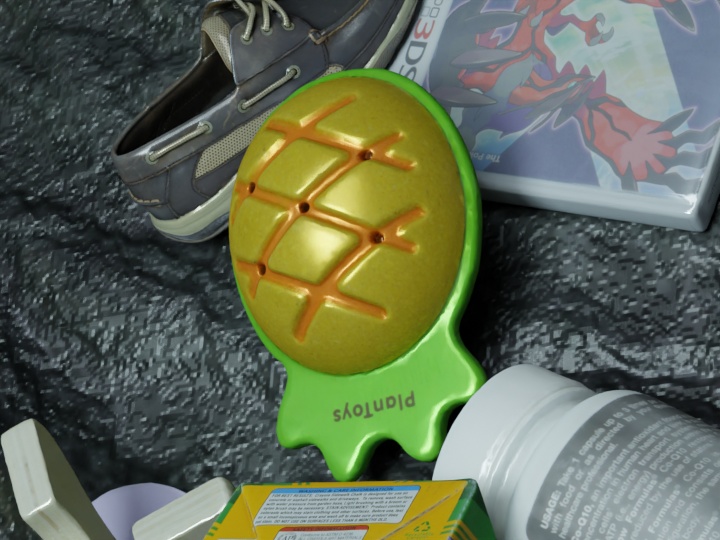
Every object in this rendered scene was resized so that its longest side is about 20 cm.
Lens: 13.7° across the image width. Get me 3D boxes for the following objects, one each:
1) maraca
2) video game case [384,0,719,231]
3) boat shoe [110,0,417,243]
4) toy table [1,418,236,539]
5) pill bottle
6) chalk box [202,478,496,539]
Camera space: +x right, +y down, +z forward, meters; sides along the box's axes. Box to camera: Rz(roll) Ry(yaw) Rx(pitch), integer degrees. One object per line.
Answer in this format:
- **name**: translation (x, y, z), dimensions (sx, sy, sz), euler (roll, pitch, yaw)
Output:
- **maraca**: translation (0.000, 0.000, 1.448), dimensions (0.137, 0.107, 0.201), euler (-17, 72, 29)
- **video game case**: translation (0.108, -0.116, 1.500), dimensions (0.199, 0.023, 0.183), euler (9, 70, 31)
- **boat shoe**: translation (-0.048, -0.105, 1.536), dimensions (0.200, 0.073, 0.074), euler (-50, 34, -3)
- **toy table**: translation (-0.112, 0.170, 1.410), dimensions (0.184, 0.117, 0.200), euler (-39, 52, 5)
- **pill bottle**: translation (0.133, 0.120, 1.305), dimensions (0.199, 0.114, 0.114), euler (26, 79, 35)
- **chalk box**: translation (0.005, 0.206, 1.302), dimensions (0.124, 0.201, 0.124), euler (-2, 32, 27)
